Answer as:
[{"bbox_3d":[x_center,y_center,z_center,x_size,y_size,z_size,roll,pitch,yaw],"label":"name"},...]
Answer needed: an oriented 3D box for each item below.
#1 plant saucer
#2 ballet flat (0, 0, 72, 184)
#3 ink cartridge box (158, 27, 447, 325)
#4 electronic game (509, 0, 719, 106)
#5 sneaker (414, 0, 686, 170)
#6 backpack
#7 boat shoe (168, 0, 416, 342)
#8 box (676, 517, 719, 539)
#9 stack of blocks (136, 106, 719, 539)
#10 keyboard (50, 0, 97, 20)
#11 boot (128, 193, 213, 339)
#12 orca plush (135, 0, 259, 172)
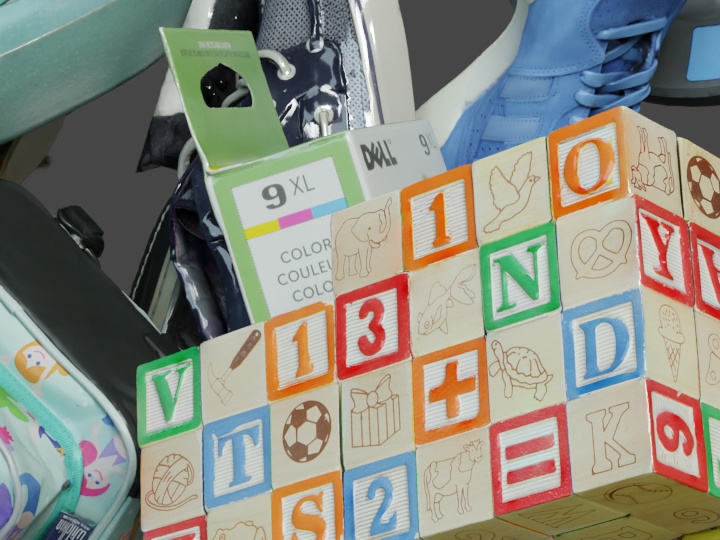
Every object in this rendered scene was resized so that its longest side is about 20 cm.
[{"bbox_3d":[-0.147,-0.076,1.123,0.200,0.200,0.036,-20,103,20],"label":"plant saucer"},{"bbox_3d":[-0.191,-0.039,1.233,0.200,0.067,0.062,-46,65,6],"label":"ballet flat"},{"bbox_3d":[0.000,0.000,1.009,0.059,0.104,0.200,-18,89,18],"label":"ink cartridge box"},{"bbox_3d":[0.143,-0.159,1.118,0.200,0.042,0.200,-10,67,25],"label":"electronic game"},{"bbox_3d":[0.088,-0.051,1.050,0.200,0.077,0.111,-47,56,46],"label":"sneaker"},{"bbox_3d":[-0.168,0.084,1.055,0.178,0.151,0.200,45,116,21],"label":"backpack"},{"bbox_3d":[-0.032,-0.057,1.098,0.093,0.075,0.200,-8,78,-23],"label":"boat shoe"},{"bbox_3d":[0.223,0.091,0.890,0.193,0.200,0.122,-5,70,27],"label":"box"},{"bbox_3d":[0.022,0.038,0.885,0.200,0.059,0.115,-20,61,35],"label":"stack of blocks"},{"bbox_3d":[-0.142,-0.155,1.262,0.200,0.056,0.011,45,134,32],"label":"keyboard"},{"bbox_3d":[-0.132,0.054,1.159,0.154,0.073,0.204,12,83,29],"label":"boot"},{"bbox_3d":[-0.030,-0.126,1.177,0.071,0.105,0.200,17,60,-5],"label":"orca plush"}]
